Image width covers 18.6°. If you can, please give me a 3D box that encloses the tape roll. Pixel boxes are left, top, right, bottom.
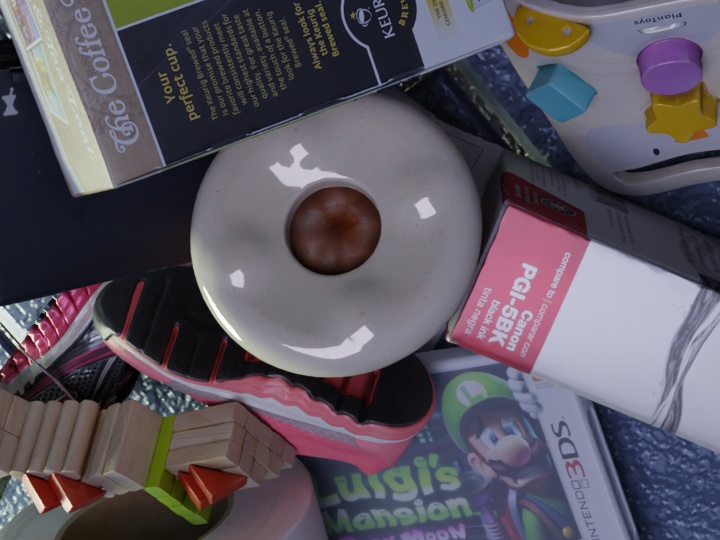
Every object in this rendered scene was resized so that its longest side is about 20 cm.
[{"bbox_3d":[-0.108,0.206,1.286,0.202,0.203,0.140,-8,111,17],"label":"tape roll"}]

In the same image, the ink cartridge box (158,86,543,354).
[{"bbox_3d":[-0.022,-0.045,1.249,0.200,0.050,0.161,21,118,-17],"label":"ink cartridge box"}]

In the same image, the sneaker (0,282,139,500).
[{"bbox_3d":[-0.181,0.075,1.313,0.075,0.081,0.200,36,117,-6],"label":"sneaker"}]

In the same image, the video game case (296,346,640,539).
[{"bbox_3d":[0.056,0.131,1.293,0.200,0.023,0.182,-10,112,28],"label":"video game case"}]

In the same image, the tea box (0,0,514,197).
[{"bbox_3d":[-0.067,-0.159,0.983,0.196,0.134,0.200,-21,95,-15],"label":"tea box"}]

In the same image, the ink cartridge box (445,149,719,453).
[{"bbox_3d":[0.151,0.022,1.153,0.200,0.147,0.083,23,103,-2],"label":"ink cartridge box"}]

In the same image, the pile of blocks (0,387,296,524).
[{"bbox_3d":[-0.140,0.115,1.238,0.199,0.062,0.082,3,148,16],"label":"pile of blocks"}]

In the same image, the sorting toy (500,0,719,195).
[{"bbox_3d":[0.164,-0.106,1.131,0.199,0.107,0.180,-10,142,13],"label":"sorting toy"}]

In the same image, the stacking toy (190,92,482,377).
[{"bbox_3d":[0.000,0.000,1.159,0.146,0.200,0.147,-2,76,9],"label":"stacking toy"}]

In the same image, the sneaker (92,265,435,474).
[{"bbox_3d":[-0.061,0.067,1.244,0.200,0.074,0.087,21,141,3],"label":"sneaker"}]

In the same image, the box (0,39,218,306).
[{"bbox_3d":[-0.191,-0.058,1.147,0.200,0.196,0.118,4,102,37],"label":"box"}]
